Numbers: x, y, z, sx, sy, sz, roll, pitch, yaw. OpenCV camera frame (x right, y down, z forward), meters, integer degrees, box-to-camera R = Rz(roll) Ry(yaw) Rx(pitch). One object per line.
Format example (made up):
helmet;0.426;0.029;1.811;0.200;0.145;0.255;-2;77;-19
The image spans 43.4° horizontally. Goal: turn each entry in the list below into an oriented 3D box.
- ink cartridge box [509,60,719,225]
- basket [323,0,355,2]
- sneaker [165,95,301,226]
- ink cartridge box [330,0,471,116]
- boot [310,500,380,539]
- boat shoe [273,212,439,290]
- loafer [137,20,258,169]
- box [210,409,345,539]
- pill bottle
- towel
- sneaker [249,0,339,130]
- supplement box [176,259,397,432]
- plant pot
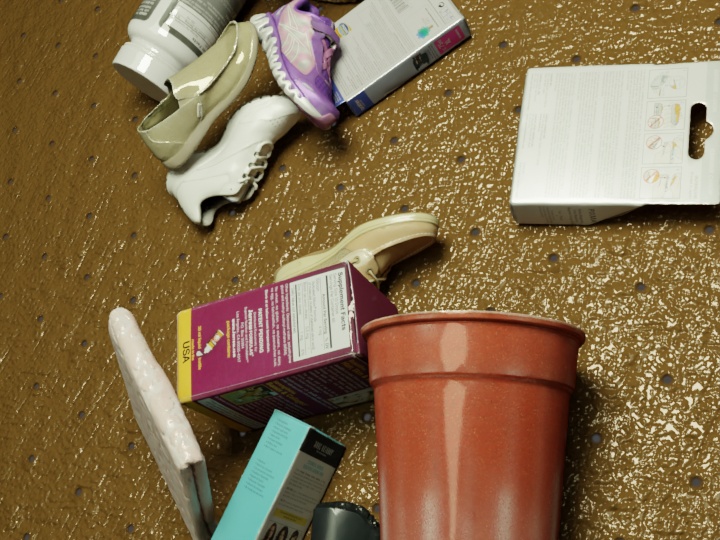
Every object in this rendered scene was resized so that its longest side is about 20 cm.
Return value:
ink cartridge box;0.257;-0.127;0.909;0.198;0.057;0.164;4;69;19
basket;-0.039;-0.436;1.136;0.198;0.149;0.144;10;72;29
sneaker;-0.144;-0.131;1.102;0.200;0.074;0.087;-40;63;15
ink cartridge box;0.022;-0.272;1.093;0.199;0.042;0.120;-33;57;8
boot;-0.048;0.288;0.793;0.076;0.198;0.170;-33;46;59
boat shoe;0.000;0.000;0.965;0.199;0.071;0.065;-25;64;24
loafer;-0.192;-0.213;1.065;0.201;0.068;0.076;-55;37;8
box;-0.092;0.245;0.884;0.049;0.082;0.201;19;76;32
pill bottle;-0.238;-0.331;1.207;0.113;0.114;0.201;24;79;33
towel;-0.198;0.164;0.921;0.032;0.192;0.200;-23;53;-21
sneaker;-0.061;-0.252;1.059;0.088;0.080;0.201;-32;54;9
supplement box;-0.070;0.083;0.919;0.198;0.131;0.104;-16;61;18
plant pot;0.094;0.152;0.779;0.199;0.200;0.197;-4;74;25
